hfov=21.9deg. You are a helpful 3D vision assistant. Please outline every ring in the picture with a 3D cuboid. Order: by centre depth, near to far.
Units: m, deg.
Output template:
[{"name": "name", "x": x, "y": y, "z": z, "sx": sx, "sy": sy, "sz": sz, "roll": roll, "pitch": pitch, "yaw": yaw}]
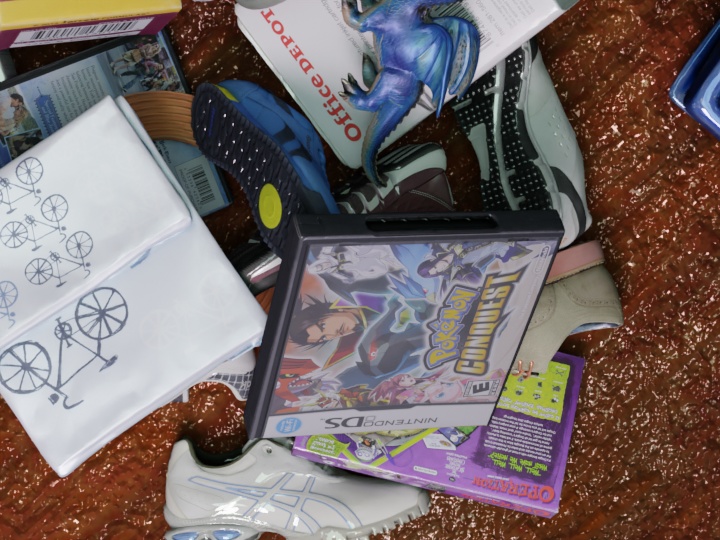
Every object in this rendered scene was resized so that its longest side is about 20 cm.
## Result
[{"name": "ring", "x": -0.133, "y": -0.028, "z": 1.316, "sx": 0.199, "sy": 0.019, "sz": 0.202, "roll": 8, "pitch": 73, "yaw": -26}]

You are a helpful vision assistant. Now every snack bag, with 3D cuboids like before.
[{"name": "snack bag", "x": -0.185, "y": 0.013, "z": 1.250, "sx": 0.188, "sy": 0.021, "sz": 0.201, "roll": -34, "pitch": 88, "yaw": -6}]

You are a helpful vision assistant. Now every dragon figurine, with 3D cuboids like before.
[{"name": "dragon figurine", "x": 0.041, "y": -0.137, "z": 1.220, "sx": 0.099, "sy": 0.059, "sz": 0.202, "roll": 9, "pitch": 112, "yaw": 19}]

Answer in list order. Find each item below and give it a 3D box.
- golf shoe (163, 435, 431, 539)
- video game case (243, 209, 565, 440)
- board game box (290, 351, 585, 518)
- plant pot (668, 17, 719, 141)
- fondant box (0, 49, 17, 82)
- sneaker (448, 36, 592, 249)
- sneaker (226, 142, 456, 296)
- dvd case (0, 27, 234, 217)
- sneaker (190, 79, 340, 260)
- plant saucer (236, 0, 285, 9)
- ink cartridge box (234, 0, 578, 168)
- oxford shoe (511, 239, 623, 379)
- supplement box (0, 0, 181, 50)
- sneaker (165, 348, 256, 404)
[{"name": "golf shoe", "x": -0.048, "y": 0.155, "z": 1.367, "sx": 0.198, "sy": 0.078, "sz": 0.098, "roll": -5, "pitch": 90, "yaw": -2}, {"name": "video game case", "x": 0.025, "y": 0.038, "z": 1.241, "sx": 0.179, "sy": 0.026, "sz": 0.201, "roll": -2, "pitch": 137, "yaw": -18}, {"name": "board game box", "x": 0.058, "y": 0.100, "z": 1.364, "sx": 0.198, "sy": 0.032, "sz": 0.121, "roll": 14, "pitch": 68, "yaw": -2}, {"name": "plant pot", "x": 0.340, "y": -0.137, "z": 1.291, "sx": 0.199, "sy": 0.180, "sz": 0.201, "roll": 36, "pitch": 94, "yaw": -6}, {"name": "fondant box", "x": -0.306, "y": -0.085, "z": 1.341, "sx": 0.143, "sy": 0.058, "sz": 0.202, "roll": -19, "pitch": 97, "yaw": 0}, {"name": "sneaker", "x": 0.116, "y": -0.107, "z": 1.352, "sx": 0.073, "sy": 0.080, "sz": 0.202, "roll": -15, "pitch": 83, "yaw": 37}, {"name": "sneaker", "x": 0.000, "y": 0.000, "z": 1.329, "sx": 0.199, "sy": 0.076, "sz": 0.116, "roll": -32, "pitch": 106, "yaw": -22}, {"name": "dvd case", "x": -0.201, "y": -0.078, "z": 1.321, "sx": 0.199, "sy": 0.018, "sz": 0.144, "roll": -25, "pitch": 96, "yaw": -25}, {"name": "sneaker", "x": -0.045, "y": -0.070, "z": 1.272, "sx": 0.078, "sy": 0.200, "sz": 0.066, "roll": -2, "pitch": 125, "yaw": -31}, {"name": "plant saucer", "x": -0.032, "y": -0.269, "z": 1.255, "sx": 0.050, "sy": 0.200, "sz": 0.200, "roll": 38, "pitch": 94, "yaw": -26}, {"name": "ink cartridge box", "x": 0.034, "y": -0.188, "z": 1.286, "sx": 0.199, "sy": 0.084, "sz": 0.147, "roll": -35, "pitch": 94, "yaw": 30}, {"name": "oxford shoe", "x": 0.101, "y": 0.048, "z": 1.336, "sx": 0.199, "sy": 0.071, "sz": 0.074, "roll": -25, "pitch": 85, "yaw": -11}, {"name": "supplement box", "x": -0.206, "y": -0.262, "z": 1.276, "sx": 0.130, "sy": 0.103, "sz": 0.202, "roll": -7, "pitch": 90, "yaw": -17}, {"name": "sneaker", "x": -0.176, "y": 0.066, "z": 1.354, "sx": 0.198, "sy": 0.076, "sz": 0.081, "roll": -5, "pitch": 102, "yaw": -1}]
